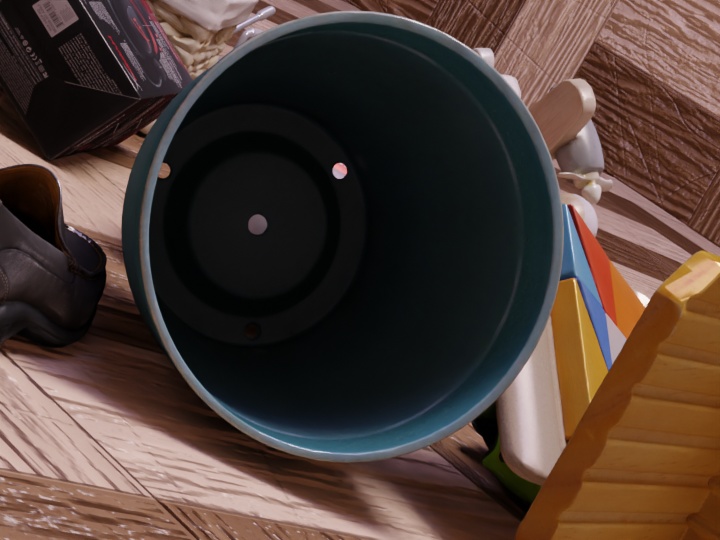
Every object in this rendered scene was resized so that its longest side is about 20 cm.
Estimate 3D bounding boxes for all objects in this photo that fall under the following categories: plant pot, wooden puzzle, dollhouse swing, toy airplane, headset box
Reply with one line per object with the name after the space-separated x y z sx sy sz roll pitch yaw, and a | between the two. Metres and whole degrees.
-0.027 -0.019 1.103 0.199 0.201 0.188 27 -5 -17 | plant pot
0.123 0.053 1.178 0.200 0.037 0.186 39 40 -51 | wooden puzzle
0.193 0.105 1.046 0.181 0.201 0.176 32 9 12 | dollhouse swing
0.104 -0.056 1.626 0.140 0.200 0.200 16 12 -17 | toy airplane
-0.187 -0.157 1.483 0.149 0.075 0.200 58 10 -2 | headset box

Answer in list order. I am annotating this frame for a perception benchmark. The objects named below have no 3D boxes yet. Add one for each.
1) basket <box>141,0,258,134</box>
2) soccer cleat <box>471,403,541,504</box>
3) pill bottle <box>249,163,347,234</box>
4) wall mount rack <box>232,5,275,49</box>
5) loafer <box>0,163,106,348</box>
-0.195 -0.200 1.695 0.199 0.124 0.136 30 10 3 | basket
0.107 0.086 1.302 0.081 0.068 0.200 30 12 -2 | soccer cleat
-0.016 -0.012 1.292 0.199 0.112 0.111 29 9 -6 | pill bottle
-0.109 -0.217 2.196 0.200 0.075 0.173 37 11 31 | wall mount rack
-0.149 -0.011 1.002 0.072 0.073 0.200 30 9 6 | loafer
